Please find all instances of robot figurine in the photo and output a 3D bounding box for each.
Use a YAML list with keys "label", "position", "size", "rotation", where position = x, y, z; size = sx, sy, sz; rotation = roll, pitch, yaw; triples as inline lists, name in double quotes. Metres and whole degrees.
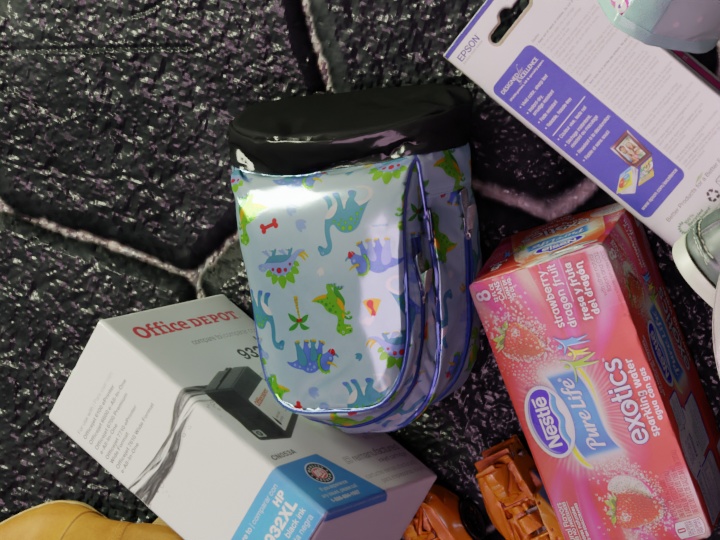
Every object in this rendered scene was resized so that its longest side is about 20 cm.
- label: "robot figurine"
  position: [0.106, 0.216, 1.712]
  size: [0.145, 0.058, 0.201]
  rotation: [-27, 98, 26]

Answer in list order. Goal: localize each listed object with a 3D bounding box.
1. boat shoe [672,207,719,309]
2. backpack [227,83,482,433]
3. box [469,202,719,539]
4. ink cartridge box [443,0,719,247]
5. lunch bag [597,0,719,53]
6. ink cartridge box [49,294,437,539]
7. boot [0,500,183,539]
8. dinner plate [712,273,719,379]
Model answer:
- label: "boat shoe"
  position: [0.281, 0.031, 1.578]
  size: [0.200, 0.073, 0.062]
  rotation: [38, 118, -8]
- label: "backpack"
  position: [0.000, 0.000, 1.628]
  size: [0.162, 0.154, 0.201]
  rotation: [-1, 115, 23]
- label: "box"
  position: [0.152, 0.070, 1.627]
  size: [0.095, 0.100, 0.201]
  rotation: [-17, 103, 21]
- label: "ink cartridge box"
  position: [0.157, -0.106, 1.601]
  size: [0.200, 0.037, 0.095]
  rotation: [39, 115, -1]
- label: "lunch bag"
  position: [0.201, -0.222, 1.459]
  size: [0.122, 0.200, 0.171]
  rotation: [34, 115, 3]
- label: "ink cartridge box"
  position: [-0.074, 0.111, 1.657]
  size: [0.200, 0.145, 0.084]
  rotation: [39, 114, 21]
- label: "boot"
  position: [-0.201, 0.209, 1.757]
  size: [0.200, 0.144, 0.071]
  rotation: [-11, 104, 20]
- label: "dinner plate"
  position: [0.305, 0.032, 1.550]
  size: [0.199, 0.024, 0.201]
  rotation: [-1, 93, -14]
